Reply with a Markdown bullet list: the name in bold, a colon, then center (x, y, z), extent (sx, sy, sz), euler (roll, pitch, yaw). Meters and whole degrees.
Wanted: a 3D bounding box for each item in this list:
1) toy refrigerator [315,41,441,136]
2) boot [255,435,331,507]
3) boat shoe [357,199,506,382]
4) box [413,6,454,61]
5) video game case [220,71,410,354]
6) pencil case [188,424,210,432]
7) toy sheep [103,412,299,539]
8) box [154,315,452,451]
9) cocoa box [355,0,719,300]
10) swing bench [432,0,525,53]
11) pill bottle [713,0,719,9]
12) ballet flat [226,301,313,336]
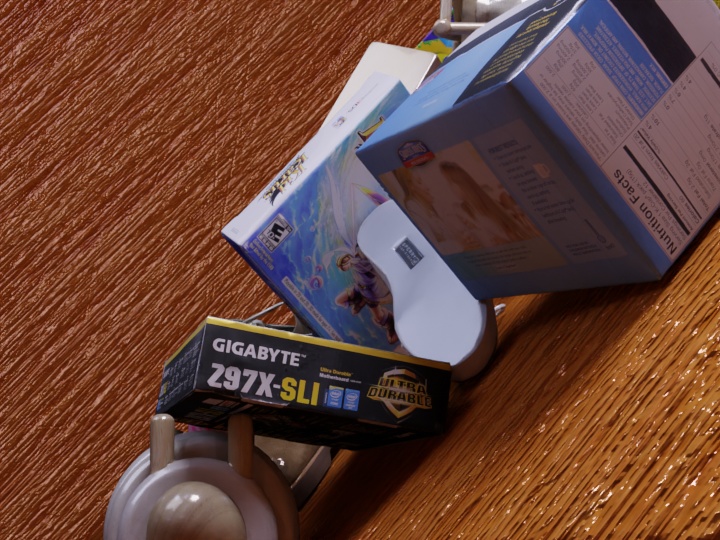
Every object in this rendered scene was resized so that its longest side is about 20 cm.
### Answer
- **toy refrigerator**: center (0.005, -0.098, 0.974), extent (0.202, 0.075, 0.070), euler (-61, -35, -17)
- **boot**: center (-0.049, 0.126, 0.935), extent (0.074, 0.075, 0.200), euler (-45, 3, 31)
- **boat shoe**: center (0.059, 0.028, 0.794), extent (0.074, 0.086, 0.202), euler (-40, 33, 4)
- **box**: center (0.114, -0.162, 1.220), extent (0.200, 0.193, 0.122), euler (-45, 4, 22)
- **video game case**: center (0.015, -0.024, 0.895), extent (0.182, 0.200, 0.045), euler (-47, 33, -10)
- **pencil case**: center (-0.117, 0.141, 1.008), extent (0.088, 0.087, 0.202), euler (-49, -18, -44)
- **toy sheep**: center (-0.100, 0.164, 0.700), extent (0.138, 0.138, 0.200), euler (-46, -9, -10)
- **box**: center (-0.046, 0.083, 0.735), extent (0.200, 0.157, 0.050), euler (143, 138, -69)
- **cocoa box**: center (0.112, -0.077, 0.632), extent (0.131, 0.134, 0.200), euler (-46, 13, -19)
- **swing bench**: center (0.173, -0.233, 0.961), extent (0.200, 0.196, 0.132), euler (39, -124, -77)
- **pill bottle**: center (0.261, -0.203, 0.650), extent (0.111, 0.111, 0.200), euler (-45, 5, 9)
- **ballet flat**: center (-0.045, 0.057, 1.011), extent (0.197, 0.065, 0.067), euler (-9, 4, 25)
